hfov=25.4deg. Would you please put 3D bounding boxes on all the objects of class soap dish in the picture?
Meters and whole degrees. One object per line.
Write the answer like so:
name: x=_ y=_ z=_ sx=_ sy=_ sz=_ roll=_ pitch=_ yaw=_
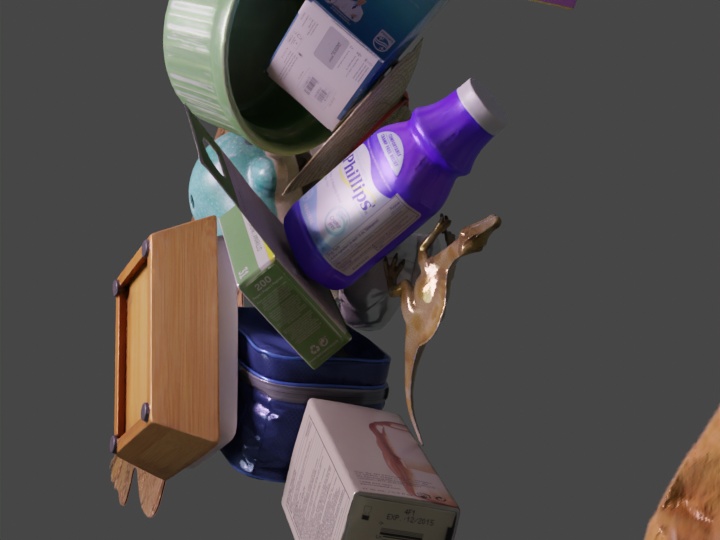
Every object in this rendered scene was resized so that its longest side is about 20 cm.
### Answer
soap dish: x=-0.166 y=0.070 z=1.405 sx=0.157 sy=0.081 sz=0.202 roll=141 pitch=130 yaw=-61

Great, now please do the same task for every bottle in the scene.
bottle: x=0.029 y=-0.071 z=1.274 sx=0.200 sy=0.065 sz=0.084 roll=-39 pitch=49 yaw=20

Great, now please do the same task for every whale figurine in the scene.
whale figurine: x=-0.106 y=-0.044 z=1.541 sx=0.160 sy=0.103 sz=0.201 roll=104 pitch=155 yaw=-51

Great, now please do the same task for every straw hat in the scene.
straw hat: x=0.021 y=-0.107 z=1.414 sx=0.201 sy=0.085 sz=0.201 roll=-48 pitch=3 yaw=3

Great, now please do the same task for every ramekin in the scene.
ramekin: x=-0.085 y=-0.213 z=1.453 sx=0.097 sy=0.199 sz=0.202 roll=18 pitch=97 yaw=38

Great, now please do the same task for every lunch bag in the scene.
lunch bag: x=-0.060 y=0.097 z=1.425 sx=0.200 sy=0.135 sz=0.134 roll=-148 pitch=67 yaw=-63

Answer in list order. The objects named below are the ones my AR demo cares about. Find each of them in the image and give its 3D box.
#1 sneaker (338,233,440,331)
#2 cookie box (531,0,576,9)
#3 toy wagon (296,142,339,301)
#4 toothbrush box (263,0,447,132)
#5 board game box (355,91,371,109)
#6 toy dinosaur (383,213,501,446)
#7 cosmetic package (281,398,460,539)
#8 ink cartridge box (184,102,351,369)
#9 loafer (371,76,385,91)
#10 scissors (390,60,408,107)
sneaker: x=0.000 y=0.000 z=1.419 sx=0.200 sy=0.088 sz=0.076 roll=139 pitch=140 yaw=-67
cookie box: x=0.076 y=-0.283 z=1.206 sx=0.201 sy=0.170 sz=0.076 roll=-101 pitch=25 yaw=-58
toy wagon: x=-0.043 y=-0.072 z=1.585 sx=0.155 sy=0.039 sz=0.202 roll=140 pitch=114 yaw=-67
toothbrush box: x=0.023 y=-0.236 z=1.369 sx=0.200 sy=0.085 sz=0.146 roll=-51 pitch=2 yaw=-27
board game box: x=-0.039 y=-0.149 z=1.612 sx=0.201 sy=0.026 sz=0.200 roll=64 pitch=155 yaw=16
toy dinosaur: x=0.050 y=0.030 z=1.265 sx=0.101 sy=0.058 sz=0.201 roll=-107 pitch=32 yaw=-60
cosmetic package: x=0.003 y=0.185 z=1.249 sx=0.200 sy=0.086 sz=0.104 roll=-125 pitch=48 yaw=-70
ink cartridge box: x=-0.092 y=-0.029 z=1.310 sx=0.048 sy=0.200 sz=0.146 roll=-38 pitch=26 yaw=6
loafer: x=-0.010 y=-0.206 z=1.620 sx=0.068 sy=0.075 sz=0.201 roll=-78 pitch=0 yaw=-56
scissors: x=0.038 y=-0.188 z=1.589 sx=0.073 sy=0.014 sz=0.201 roll=111 pitch=167 yaw=-54
